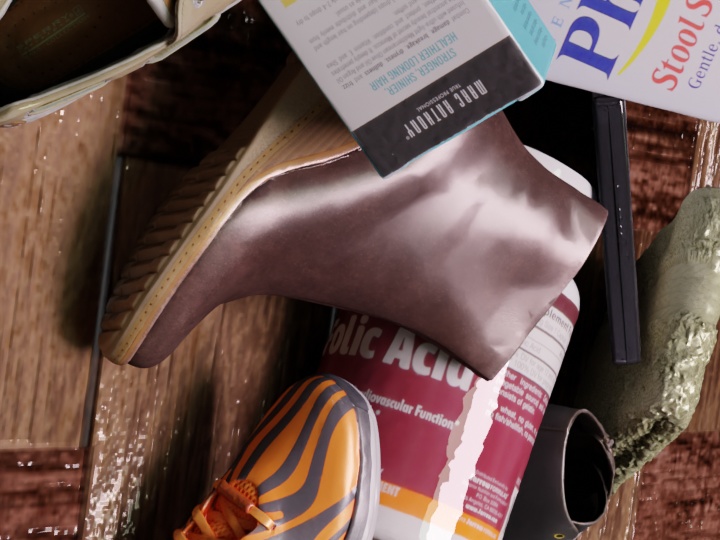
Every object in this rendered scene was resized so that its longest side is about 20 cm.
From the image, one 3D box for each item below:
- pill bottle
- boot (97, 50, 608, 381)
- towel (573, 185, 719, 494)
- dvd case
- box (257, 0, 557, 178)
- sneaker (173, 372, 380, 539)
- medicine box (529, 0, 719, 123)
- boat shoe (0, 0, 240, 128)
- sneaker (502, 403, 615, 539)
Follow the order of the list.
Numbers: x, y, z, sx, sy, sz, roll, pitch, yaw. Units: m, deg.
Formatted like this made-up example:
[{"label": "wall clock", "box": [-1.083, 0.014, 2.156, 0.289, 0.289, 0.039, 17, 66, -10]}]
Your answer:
[{"label": "pill bottle", "box": [0.041, 0.041, 1.007, 0.114, 0.113, 0.202, 34, 72, -50]}, {"label": "boot", "box": [0.000, 0.000, 0.906, 0.166, 0.072, 0.200, 41, 84, -18]}, {"label": "towel", "box": [0.154, 0.046, 1.131, 0.200, 0.036, 0.150, 121, -10, -68]}, {"label": "dvd case", "box": [0.135, -0.057, 1.097, 0.200, 0.017, 0.144, -78, 162, -66]}, {"label": "box", "box": [-0.010, -0.143, 0.816, 0.201, 0.082, 0.049, 55, 25, -15]}, {"label": "sneaker", "box": [-0.069, 0.133, 0.899, 0.112, 0.077, 0.201, 20, 96, -50]}, {"label": "medicine box", "box": [0.164, -0.174, 0.960, 0.103, 0.198, 0.183, -92, -162, -51]}, {"label": "boat shoe", "box": [-0.072, -0.117, 0.766, 0.075, 0.199, 0.069, 47, 17, -16]}, {"label": "sneaker", "box": [0.087, 0.152, 1.099, 0.075, 0.106, 0.201, -42, 129, -38]}]
